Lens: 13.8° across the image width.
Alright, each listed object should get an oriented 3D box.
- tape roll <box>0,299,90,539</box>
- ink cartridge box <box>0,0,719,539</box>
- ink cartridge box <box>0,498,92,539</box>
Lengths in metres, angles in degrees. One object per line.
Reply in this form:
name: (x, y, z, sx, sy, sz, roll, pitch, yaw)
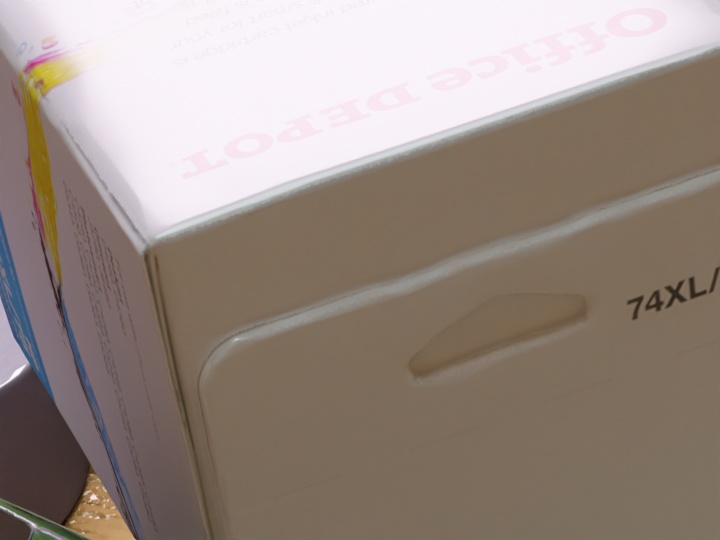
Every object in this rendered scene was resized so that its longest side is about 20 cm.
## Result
tape roll: (-0.191, 0.043, 0.982, 0.200, 0.066, 0.200, -3, 28, 1)
ink cartridge box: (-0.005, -0.016, 0.731, 0.146, 0.146, 0.200, -19, 34, -14)
ink cartridge box: (-0.035, 0.119, 0.771, 0.200, 0.059, 0.104, 21, -6, 36)
